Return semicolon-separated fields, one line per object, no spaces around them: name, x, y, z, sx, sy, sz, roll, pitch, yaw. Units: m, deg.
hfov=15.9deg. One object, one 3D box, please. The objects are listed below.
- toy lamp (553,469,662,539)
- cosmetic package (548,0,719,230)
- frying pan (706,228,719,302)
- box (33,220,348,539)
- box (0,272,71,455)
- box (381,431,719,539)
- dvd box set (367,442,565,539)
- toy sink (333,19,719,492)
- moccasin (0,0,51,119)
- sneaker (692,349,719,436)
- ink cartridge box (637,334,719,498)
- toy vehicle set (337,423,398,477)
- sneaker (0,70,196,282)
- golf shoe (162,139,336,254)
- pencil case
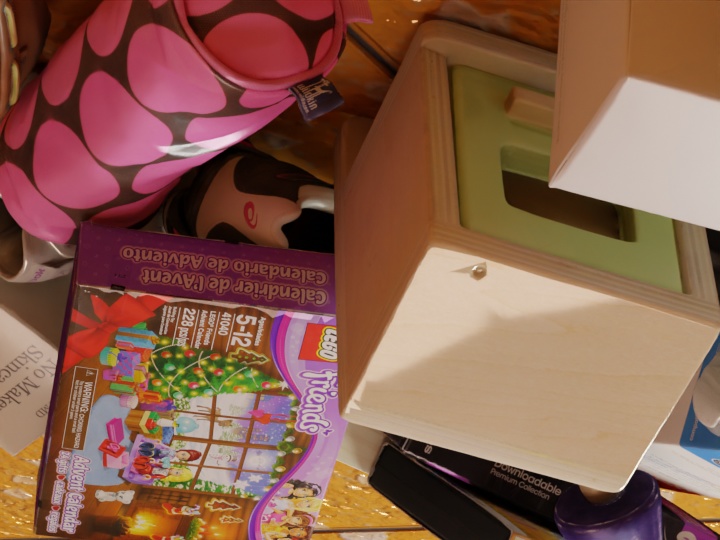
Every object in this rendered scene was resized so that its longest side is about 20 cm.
toy lamp;0.106;0.069;1.276;0.058;0.058;0.201;-6;117;33
cosmetic package;0.178;-0.070;0.978;0.198;0.108;0.085;14;148;-10
frying pan;0.174;-0.022;1.202;0.114;0.031;0.190;-14;147;39
box;-0.075;0.061;1.198;0.136;0.039;0.201;6;140;-9
box;-0.211;-0.005;1.233;0.200;0.069;0.082;39;126;-20
box;0.096;0.111;1.445;0.199;0.036;0.143;25;-178;-17
dvd box set;0.116;0.159;1.431;0.199;0.030;0.146;24;-177;-31
toy sink;0.067;-0.025;1.107;0.129;0.201;0.112;16;127;-13
moccasin;-0.180;-0.121;1.050;0.073;0.078;0.202;7;158;6
sneaker;0.250;0.069;1.243;0.198;0.078;0.078;-3;-152;-22
ink cartridge box;0.177;0.076;1.359;0.116;0.068;0.199;25;168;-32
toy vehicle set;-0.009;0.096;1.504;0.199;0.027;0.124;26;178;-35
sneaker;-0.128;-0.028;1.225;0.199;0.100;0.075;19;155;-26
golf shoe;0.000;0.000;1.224;0.199;0.078;0.088;19;-176;-39
pencil case;-0.081;-0.076;1.101;0.093;0.091;0.200;-15;171;-35
